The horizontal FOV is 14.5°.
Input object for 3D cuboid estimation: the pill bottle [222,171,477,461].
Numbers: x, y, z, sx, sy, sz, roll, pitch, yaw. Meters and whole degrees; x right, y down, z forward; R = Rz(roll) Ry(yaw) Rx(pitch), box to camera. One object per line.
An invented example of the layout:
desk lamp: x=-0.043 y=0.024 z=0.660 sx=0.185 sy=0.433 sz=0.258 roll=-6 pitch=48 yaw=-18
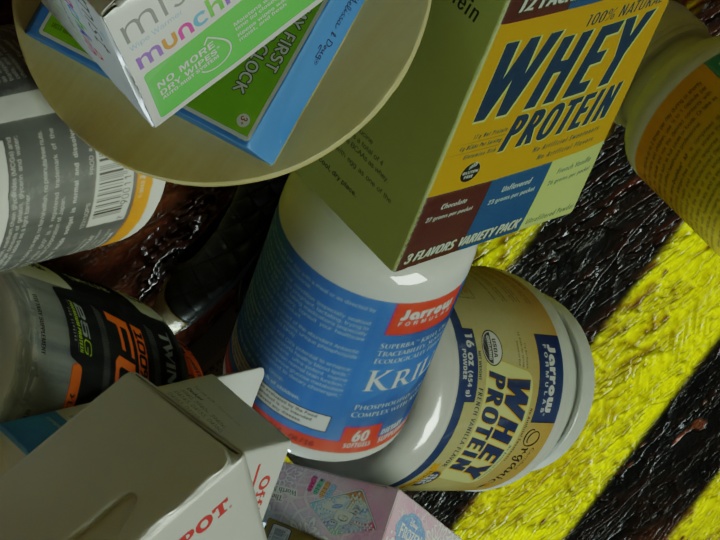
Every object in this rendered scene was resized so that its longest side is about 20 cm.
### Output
pill bottle: x=0.000 y=0.000 z=1.542 sx=0.112 sy=0.112 sz=0.201 roll=-19 pitch=145 yaw=-37

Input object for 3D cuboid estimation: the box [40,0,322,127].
box: x=-0.071 y=-0.197 z=1.232 sx=0.200 sy=0.177 sz=0.097 roll=-38 pitch=151 yaw=-10

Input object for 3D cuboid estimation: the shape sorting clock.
shape sorting clock: x=-0.064 y=-0.136 z=1.303 sx=0.200 sy=0.200 sz=0.039 roll=-43 pitch=162 yaw=0

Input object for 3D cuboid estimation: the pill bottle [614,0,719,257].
pill bottle: x=0.236 y=-0.075 z=1.761 sx=0.112 sy=0.200 sz=0.113 roll=-31 pitch=150 yaw=-20

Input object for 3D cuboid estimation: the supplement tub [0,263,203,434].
supplement tub: x=-0.173 y=0.061 z=1.507 sx=0.123 sy=0.123 sz=0.200 roll=-49 pitch=152 yaw=11

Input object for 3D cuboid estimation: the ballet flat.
ballet flat: x=-0.069 y=-0.046 z=1.587 sx=0.200 sy=0.057 sz=0.067 roll=-57 pitch=-169 yaw=27

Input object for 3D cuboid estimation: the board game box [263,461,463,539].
board game box: x=-0.037 y=0.158 z=1.740 sx=0.200 sy=0.198 sz=0.044 roll=44 pitch=60 yaw=-61

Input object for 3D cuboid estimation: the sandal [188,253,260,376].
sandal: x=-0.049 y=0.013 z=1.671 sx=0.200 sy=0.082 sz=0.055 roll=-39 pitch=130 yaw=7

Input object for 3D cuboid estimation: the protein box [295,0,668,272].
protein box: x=0.034 y=-0.149 z=1.405 sx=0.135 sy=0.199 sz=0.201 roll=-19 pitch=144 yaw=-40

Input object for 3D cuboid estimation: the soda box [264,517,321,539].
soda box: x=-0.059 y=0.233 z=1.567 sx=0.200 sy=0.064 sz=0.068 roll=-66 pitch=180 yaw=-52

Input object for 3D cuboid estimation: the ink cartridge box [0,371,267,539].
ink cartridge box: x=-0.117 y=0.168 z=1.356 sx=0.145 sy=0.084 sz=0.201 roll=-40 pitch=146 yaw=-22

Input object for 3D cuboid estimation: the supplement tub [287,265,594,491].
supplement tub: x=0.046 y=0.066 z=1.770 sx=0.200 sy=0.144 sz=0.145 roll=6 pitch=126 yaw=-54

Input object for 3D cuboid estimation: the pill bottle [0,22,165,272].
pill bottle: x=-0.198 y=-0.052 z=1.331 sx=0.199 sy=0.116 sz=0.117 roll=-15 pitch=141 yaw=-39

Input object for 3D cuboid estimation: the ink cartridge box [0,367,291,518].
ink cartridge box: x=-0.112 y=0.127 z=1.471 sx=0.199 sy=0.067 sz=0.116 roll=-12 pitch=130 yaw=-48
